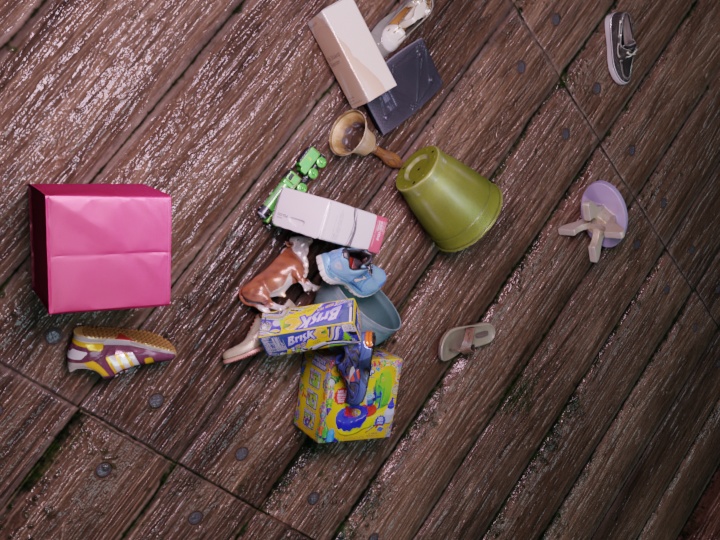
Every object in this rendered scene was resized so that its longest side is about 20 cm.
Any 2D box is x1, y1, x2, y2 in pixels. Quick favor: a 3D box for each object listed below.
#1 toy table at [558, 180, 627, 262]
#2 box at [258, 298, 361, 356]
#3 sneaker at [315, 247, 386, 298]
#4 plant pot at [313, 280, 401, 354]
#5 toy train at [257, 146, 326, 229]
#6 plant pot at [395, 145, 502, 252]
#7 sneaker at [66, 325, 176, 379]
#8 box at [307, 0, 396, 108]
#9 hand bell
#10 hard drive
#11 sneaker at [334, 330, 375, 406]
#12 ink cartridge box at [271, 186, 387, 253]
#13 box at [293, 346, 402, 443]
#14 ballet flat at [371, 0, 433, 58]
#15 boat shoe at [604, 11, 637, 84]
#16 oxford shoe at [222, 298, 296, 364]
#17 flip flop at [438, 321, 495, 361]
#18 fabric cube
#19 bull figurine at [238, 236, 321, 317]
[{"bbox_3d":[0.657,-0.133,1.967,0.117,0.183,0.201,-41,113,-38],"label":"toy table"},{"bbox_3d":[-0.100,0.115,1.433,0.199,0.070,0.064,-10,133,11],"label":"box"},{"bbox_3d":[0.000,0.000,1.467,0.200,0.090,0.079,17,52,-53],"label":"sneaker"},{"bbox_3d":[-0.028,0.102,1.568,0.200,0.201,0.134,30,112,-35],"label":"plant pot"},{"bbox_3d":[-0.146,-0.177,1.497,0.056,0.042,0.200,41,79,-24],"label":"toy train"},{"bbox_3d":[0.188,-0.179,1.626,0.193,0.200,0.201,40,79,-29],"label":"plant pot"},{"bbox_3d":[-0.458,0.164,1.362,0.199,0.075,0.090,13,103,-29],"label":"sneaker"},{"bbox_3d":[-0.018,-0.446,1.456,0.078,0.095,0.200,-35,104,-19],"label":"box"},{"bbox_3d":[0.033,-0.270,1.578,0.200,0.104,0.105,20,90,-48],"label":"hand bell"},{"bbox_3d":[0.085,-0.413,1.587,0.200,0.042,0.135,-42,121,-16],"label":"hard drive"},{"bbox_3d":[-0.016,0.204,1.503,0.078,0.075,0.201,10,122,4],"label":"sneaker"},{"bbox_3d":[-0.062,-0.103,1.474,0.200,0.145,0.085,9,98,-52],"label":"ink cartridge box"},{"bbox_3d":[-0.029,0.279,1.637,0.199,0.122,0.194,3,99,-34],"label":"box"},{"bbox_3d":[0.085,-0.533,1.544,0.200,0.064,0.067,-50,123,-13],"label":"ballet flat"},{"bbox_3d":[0.720,-0.607,1.944,0.071,0.064,0.201,-33,117,-23],"label":"boat shoe"},{"bbox_3d":[-0.217,0.133,1.522,0.200,0.071,0.074,-30,91,-23],"label":"oxford shoe"},{"bbox_3d":[0.285,0.186,1.858,0.199,0.058,0.081,-12,108,-31],"label":"flip flop"},{"bbox_3d":[-0.454,-0.045,1.230,0.199,0.196,0.201,-4,105,-33],"label":"fabric cube"},{"bbox_3d":[-0.160,0.018,1.504,0.200,0.121,0.065,-41,164,-9],"label":"bull figurine"}]
